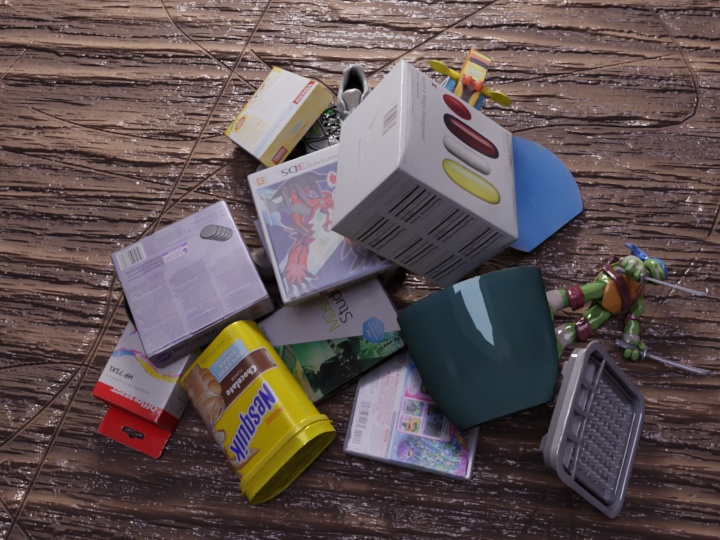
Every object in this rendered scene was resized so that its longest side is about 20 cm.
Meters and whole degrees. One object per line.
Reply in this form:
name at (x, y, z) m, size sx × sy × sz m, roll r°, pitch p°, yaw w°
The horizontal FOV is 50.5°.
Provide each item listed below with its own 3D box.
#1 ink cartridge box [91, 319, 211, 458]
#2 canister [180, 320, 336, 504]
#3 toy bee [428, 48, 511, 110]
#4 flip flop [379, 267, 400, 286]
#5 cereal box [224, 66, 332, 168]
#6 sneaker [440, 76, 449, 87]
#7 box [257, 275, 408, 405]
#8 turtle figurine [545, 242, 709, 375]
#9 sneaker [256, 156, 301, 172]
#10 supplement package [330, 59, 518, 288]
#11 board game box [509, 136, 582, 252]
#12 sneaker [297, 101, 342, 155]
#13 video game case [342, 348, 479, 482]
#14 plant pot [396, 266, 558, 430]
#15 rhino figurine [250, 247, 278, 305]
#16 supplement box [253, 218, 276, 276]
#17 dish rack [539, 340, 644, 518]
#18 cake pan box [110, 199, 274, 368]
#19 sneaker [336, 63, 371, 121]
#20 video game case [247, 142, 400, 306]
ink cartridge box at (-0.303, 0.153, 1.107) m, size 0.114 × 0.067 × 0.203 m, roll 17°, pitch 70°, yaw 15°
canister at (-0.145, 0.188, 1.042) m, size 0.149 × 0.086 × 0.201 m, roll -46°, pitch 66°, yaw 14°
toy bee at (0.164, -0.262, 1.127) m, size 0.128 × 0.109 × 0.204 m, roll 7°, pitch 64°, yaw -13°
flip flop at (0.000, 0.000, 1.137) m, size 0.081 × 0.058 × 0.201 m, roll 35°, pitch 76°, yaw 20°
cereal box at (-0.134, -0.241, 1.196) m, size 0.145 × 0.039 × 0.200 m, roll -51°, pitch 33°, yaw 1°
sneaker at (0.144, -0.202, 1.202) m, size 0.113 × 0.081 × 0.202 m, roll 26°, pitch 64°, yaw 2°
box at (-0.040, 0.091, 1.086) m, size 0.198 × 0.036 × 0.146 m, roll -33°, pitch 71°, yaw 9°
turtle figurine at (0.346, 0.058, 1.020) m, size 0.191 × 0.144 × 0.203 m, roll -21°, pitch 62°, yaw 2°
sneaker at (-0.062, -0.139, 1.196) m, size 0.196 × 0.077 × 0.080 m, roll 18°, pitch 114°, yaw 10°
supplement package at (0.085, -0.121, 1.002) m, size 0.198 × 0.147 × 0.194 m, roll 25°, pitch 49°, yaw -27°
board game box at (0.237, -0.111, 1.156) m, size 0.199 × 0.039 × 0.159 m, roll -33°, pitch 77°, yaw -28°
sneaker at (-0.057, -0.218, 1.179) m, size 0.077 × 0.087 × 0.200 m, roll -6°, pitch 30°, yaw -34°
video game case at (0.083, 0.175, 1.070) m, size 0.178 × 0.024 × 0.204 m, roll 10°, pitch 68°, yaw 11°
plant pot at (0.163, 0.108, 0.976) m, size 0.197 × 0.201 × 0.164 m, roll -18°, pitch 75°, yaw 0°
rhino figurine at (-0.102, -0.022, 1.160) m, size 0.198 × 0.060 × 0.088 m, roll -31°, pitch 65°, yaw -8°
supplement box at (-0.042, -0.059, 1.101) m, size 0.197 × 0.061 × 0.110 m, roll -25°, pitch 69°, yaw -2°
dish rack at (0.289, 0.200, 0.955) m, size 0.043 × 0.199 × 0.174 m, roll 1°, pitch 61°, yaw 44°
cake pan box at (-0.246, 0.018, 1.097) m, size 0.197 × 0.053 × 0.186 m, roll -27°, pitch 60°, yaw -8°
sneaker at (-0.011, -0.237, 1.222) m, size 0.074 × 0.092 × 0.204 m, roll -8°, pitch 67°, yaw 3°
video game case at (-0.049, -0.072, 1.062) m, size 0.179 × 0.023 × 0.203 m, roll -19°, pitch 71°, yaw 0°
